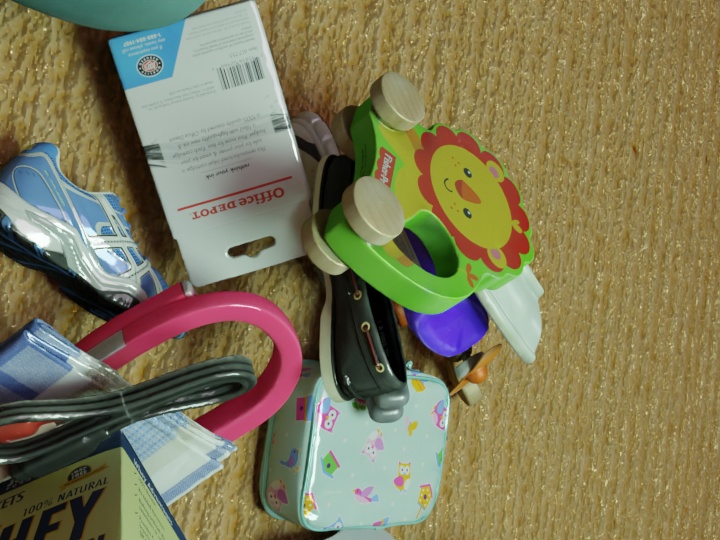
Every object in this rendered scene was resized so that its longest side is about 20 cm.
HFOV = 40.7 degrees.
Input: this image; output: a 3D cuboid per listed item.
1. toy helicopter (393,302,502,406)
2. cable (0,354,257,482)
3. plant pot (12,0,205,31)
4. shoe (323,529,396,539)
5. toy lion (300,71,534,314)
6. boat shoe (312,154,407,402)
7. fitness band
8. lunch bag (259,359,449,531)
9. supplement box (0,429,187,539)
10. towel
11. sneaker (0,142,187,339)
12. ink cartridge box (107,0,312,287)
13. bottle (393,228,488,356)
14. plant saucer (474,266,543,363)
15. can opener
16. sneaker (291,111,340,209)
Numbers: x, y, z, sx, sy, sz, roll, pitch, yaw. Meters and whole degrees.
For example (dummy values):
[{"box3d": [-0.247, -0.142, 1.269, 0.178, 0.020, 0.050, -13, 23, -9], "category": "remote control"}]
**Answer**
[{"box3d": [0.101, 0.083, 1.008, 0.079, 0.132, 0.200, -33, 138, -8], "category": "toy helicopter"}, {"box3d": [-0.170, 0.083, 0.628, 0.199, 0.050, 0.097, -25, 148, -3], "category": "cable"}, {"box3d": [-0.175, -0.256, 0.651, 0.161, 0.200, 0.202, 24, 74, -51], "category": "plant pot"}, {"box3d": [-0.027, 0.300, 0.921, 0.091, 0.071, 0.200, -50, 158, 12], "category": "shoe"}, {"box3d": [0.060, -0.046, 0.755, 0.191, 0.069, 0.201, 36, 42, -22], "category": "toy lion"}, {"box3d": [0.001, 0.001, 0.764, 0.074, 0.063, 0.203, 33, 48, -62], "category": "boat shoe"}, {"box3d": [-0.140, 0.086, 0.730, 0.199, 0.038, 0.144, -29, 133, 1], "category": "fitness band"}, {"box3d": [-0.001, 0.162, 0.930, 0.199, 0.077, 0.162, 10, 83, -46], "category": "lunch bag"}, {"box3d": [-0.173, 0.257, 0.632, 0.134, 0.200, 0.201, -23, 118, -2], "category": "supplement box"}, {"box3d": [-0.205, 0.123, 0.693, 0.200, 0.147, 0.024, 41, 19, -38], "category": "towel"}, {"box3d": [-0.190, -0.014, 0.724, 0.200, 0.075, 0.077, 47, 57, -42], "category": "sneaker"}, {"box3d": [-0.110, -0.101, 0.771, 0.115, 0.068, 0.201, -16, 107, -2], "category": "ink cartridge box"}, {"box3d": [0.056, -0.012, 0.911, 0.065, 0.200, 0.084, -35, 132, 12], "category": "bottle"}, {"box3d": [0.120, -0.012, 0.889, 0.050, 0.200, 0.200, -32, 124, 8], "category": "plant saucer"}, {"box3d": [0.000, 0.045, 0.895, 0.066, 0.053, 0.201, -6, 56, -14], "category": "can opener"}, {"box3d": [-0.039, -0.043, 0.854, 0.080, 0.074, 0.201, -19, 71, -34], "category": "sneaker"}]
